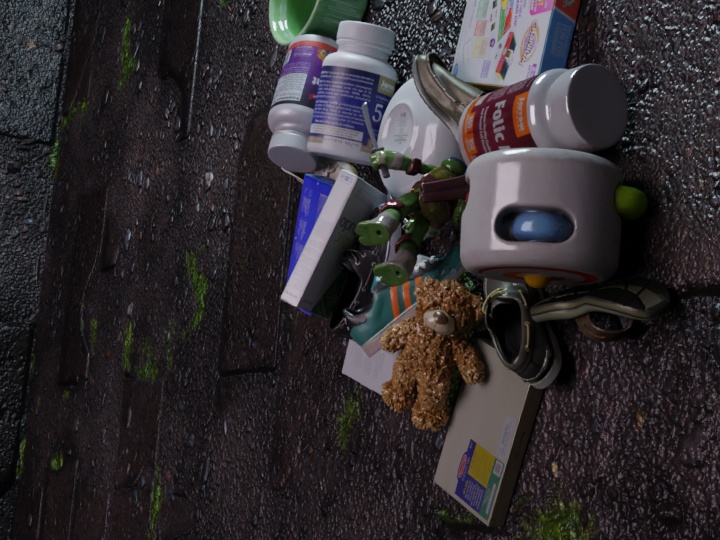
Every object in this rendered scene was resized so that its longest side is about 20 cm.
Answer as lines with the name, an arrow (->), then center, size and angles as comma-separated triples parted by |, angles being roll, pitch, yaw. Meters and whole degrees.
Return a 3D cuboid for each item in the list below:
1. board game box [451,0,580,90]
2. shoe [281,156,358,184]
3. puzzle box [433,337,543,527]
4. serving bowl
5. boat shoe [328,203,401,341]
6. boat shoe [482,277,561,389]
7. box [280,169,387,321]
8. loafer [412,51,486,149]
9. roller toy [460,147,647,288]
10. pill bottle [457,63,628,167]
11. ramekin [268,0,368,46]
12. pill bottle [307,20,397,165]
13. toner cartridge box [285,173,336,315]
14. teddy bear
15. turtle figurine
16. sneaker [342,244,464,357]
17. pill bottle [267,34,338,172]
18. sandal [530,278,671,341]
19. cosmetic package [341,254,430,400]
board game box -> 0.200, -0.310, 1.548 | 0.199, 0.040, 0.156 | 22, 101, 59
shoe -> -0.068, -0.155, 1.940 | 0.199, 0.053, 0.071 | 27, 106, 56
puzzle box -> 0.160, 0.200, 1.484 | 0.133, 0.025, 0.203 | 31, 108, 57
serving bowl -> 0.078, -0.191, 1.696 | 0.199, 0.065, 0.204 | -26, 59, 54
boat shoe -> 0.000, 0.000, 1.674 | 0.070, 0.065, 0.203 | 35, 110, 56
boat shoe -> 0.184, 0.054, 1.430 | 0.072, 0.060, 0.203 | -49, 33, 26
box -> -0.026, -0.029, 1.700 | 0.036, 0.144, 0.202 | 27, 91, 30
loafer -> 0.142, -0.216, 1.565 | 0.070, 0.075, 0.201 | -43, 72, 28
roller toy -> 0.201, -0.050, 1.333 | 0.199, 0.180, 0.142 | -7, 76, 58
pill bottle -> 0.215, -0.173, 1.411 | 0.199, 0.113, 0.116 | -12, 71, 58
ramekin -> -0.066, -0.464, 1.986 | 0.199, 0.096, 0.204 | -25, 60, 54
pill bottle -> -0.007, -0.269, 1.810 | 0.119, 0.118, 0.204 | 15, 94, 59
toner cartridge box -> -0.064, -0.039, 1.827 | 0.095, 0.043, 0.204 | 26, 109, 55
teddy bear -> 0.087, 0.110, 1.508 | 0.145, 0.066, 0.201 | 50, 125, 22
turtle figurine -> 0.046, -0.082, 1.555 | 0.195, 0.198, 0.145 | -55, -16, -40
sneaker -> 0.059, 0.024, 1.570 | 0.200, 0.080, 0.071 | -42, -1, 11
pill bottle -> -0.086, -0.266, 1.907 | 0.111, 0.110, 0.203 | -21, 50, 55
sandal -> 0.269, 0.048, 1.313 | 0.200, 0.079, 0.058 | -9, 98, 61
cosmetic package -> 0.049, 0.072, 1.682 | 0.150, 0.051, 0.203 | 23, 101, 61
